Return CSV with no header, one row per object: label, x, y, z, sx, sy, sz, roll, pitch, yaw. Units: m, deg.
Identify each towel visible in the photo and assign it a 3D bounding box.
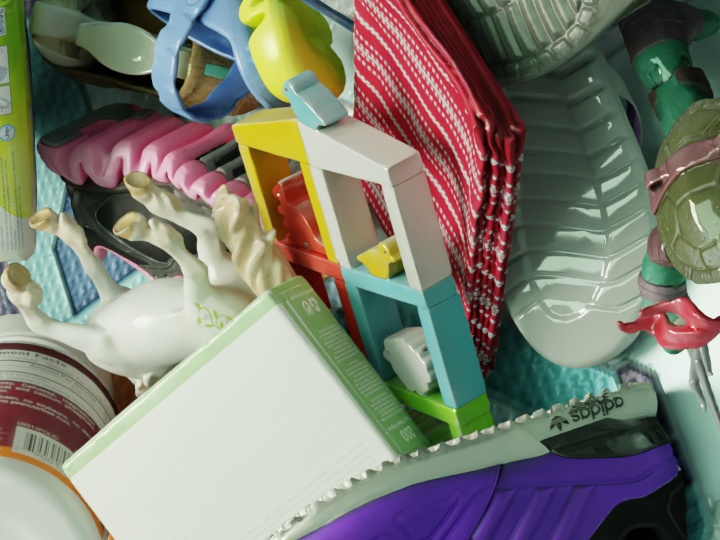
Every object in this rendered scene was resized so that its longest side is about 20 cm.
towel,0.027,-0.055,1.104,0.200,0.022,0.145,92,154,-56

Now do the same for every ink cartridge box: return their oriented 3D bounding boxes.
ink cartridge box,-0.026,0.125,1.135,0.146,0.048,0.200,-40,84,22

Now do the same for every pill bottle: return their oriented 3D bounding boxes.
pill bottle,-0.182,0.105,1.262,0.200,0.114,0.114,-92,25,-67

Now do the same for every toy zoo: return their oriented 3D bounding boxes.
toy zoo,0.000,0.000,1.134,0.131,0.020,0.200,18,131,54

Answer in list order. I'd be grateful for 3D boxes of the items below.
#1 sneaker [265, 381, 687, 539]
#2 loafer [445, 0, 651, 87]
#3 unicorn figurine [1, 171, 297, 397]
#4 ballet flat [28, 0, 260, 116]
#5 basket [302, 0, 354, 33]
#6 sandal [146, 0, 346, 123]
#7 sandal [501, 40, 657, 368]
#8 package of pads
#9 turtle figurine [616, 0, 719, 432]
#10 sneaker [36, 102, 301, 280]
sneaker,0.056,0.121,1.051,0.070,0.200,0.100,130,120,-70
loafer,0.108,-0.138,1.026,0.200,0.070,0.075,-28,85,41
unicorn figurine,-0.104,0.018,1.208,0.200,0.137,0.074,0,53,49
ballet flat,-0.130,-0.124,1.304,0.200,0.072,0.068,23,104,42
basket,0.010,-0.211,1.111,0.200,0.176,0.139,-58,37,9
sandal,-0.072,-0.149,1.214,0.087,0.079,0.200,-28,48,19
sandal,0.094,-0.058,1.107,0.082,0.050,0.203,-10,94,28
package of pads,-0.209,-0.105,1.299,0.200,0.068,0.155,-106,14,-63
turtle figurine,0.164,-0.034,1.005,0.150,0.101,0.200,-21,63,27
sneaker,-0.083,-0.027,1.272,0.200,0.079,0.095,15,121,44
